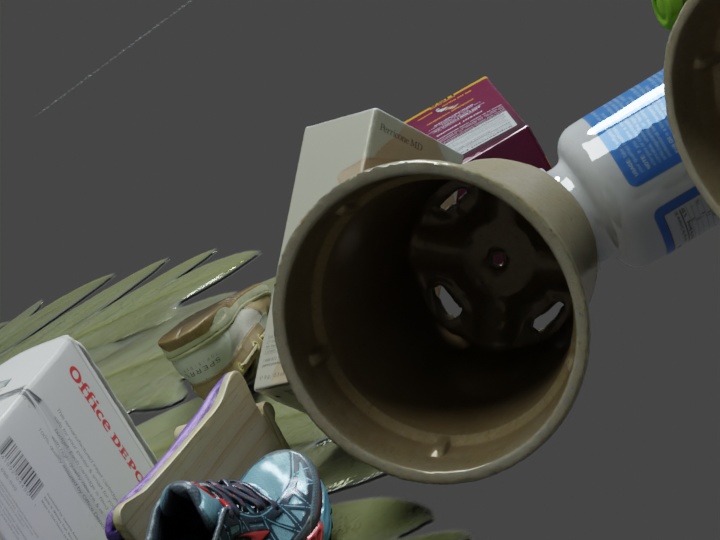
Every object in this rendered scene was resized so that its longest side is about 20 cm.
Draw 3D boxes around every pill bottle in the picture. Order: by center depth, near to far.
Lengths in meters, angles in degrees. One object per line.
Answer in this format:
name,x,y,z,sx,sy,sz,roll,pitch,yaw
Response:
pill bottle,0.205,-0.072,1.840,0.199,0.113,0.112,-30,15,-2

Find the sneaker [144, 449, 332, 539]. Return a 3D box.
sneaker,-0.082,0.162,1.655,0.079,0.096,0.200,2,33,29

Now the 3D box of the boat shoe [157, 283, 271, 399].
boat shoe,-0.105,0.059,2.096,0.074,0.067,0.200,-27,3,17

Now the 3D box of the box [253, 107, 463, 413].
box,0.000,0.000,1.850,0.078,0.095,0.201,-12,61,48

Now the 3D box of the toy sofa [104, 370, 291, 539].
toy sofa,-0.125,0.158,1.764,0.083,0.098,0.200,-19,20,34

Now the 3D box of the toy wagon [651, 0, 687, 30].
toy wagon,0.280,-0.206,1.748,0.154,0.040,0.200,-20,-6,-11

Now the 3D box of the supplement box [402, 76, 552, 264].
supplement box,0.098,-0.063,2.014,0.085,0.111,0.200,-29,16,1

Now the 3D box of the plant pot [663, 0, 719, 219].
plant pot,0.324,-0.124,1.677,0.183,0.201,0.200,-28,11,-36

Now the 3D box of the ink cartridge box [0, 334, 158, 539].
ink cartridge box,-0.229,0.158,1.865,0.085,0.146,0.200,-23,17,29

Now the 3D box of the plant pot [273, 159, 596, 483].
plant pot,0.067,0.011,1.708,0.200,0.201,0.183,-24,6,21
